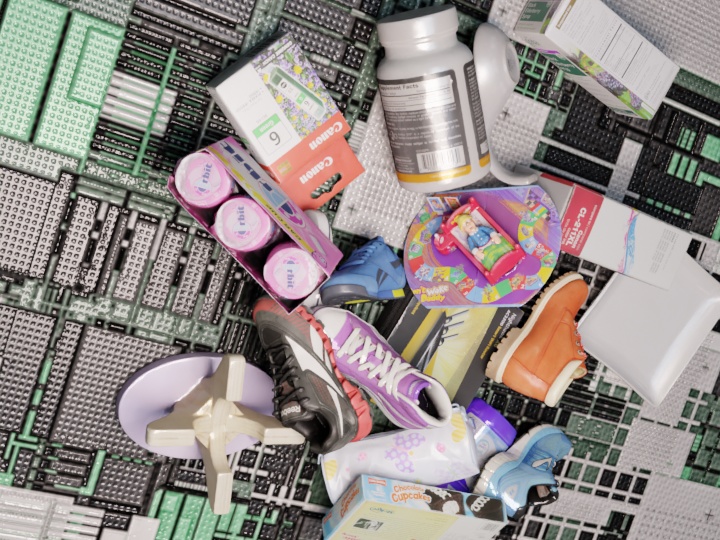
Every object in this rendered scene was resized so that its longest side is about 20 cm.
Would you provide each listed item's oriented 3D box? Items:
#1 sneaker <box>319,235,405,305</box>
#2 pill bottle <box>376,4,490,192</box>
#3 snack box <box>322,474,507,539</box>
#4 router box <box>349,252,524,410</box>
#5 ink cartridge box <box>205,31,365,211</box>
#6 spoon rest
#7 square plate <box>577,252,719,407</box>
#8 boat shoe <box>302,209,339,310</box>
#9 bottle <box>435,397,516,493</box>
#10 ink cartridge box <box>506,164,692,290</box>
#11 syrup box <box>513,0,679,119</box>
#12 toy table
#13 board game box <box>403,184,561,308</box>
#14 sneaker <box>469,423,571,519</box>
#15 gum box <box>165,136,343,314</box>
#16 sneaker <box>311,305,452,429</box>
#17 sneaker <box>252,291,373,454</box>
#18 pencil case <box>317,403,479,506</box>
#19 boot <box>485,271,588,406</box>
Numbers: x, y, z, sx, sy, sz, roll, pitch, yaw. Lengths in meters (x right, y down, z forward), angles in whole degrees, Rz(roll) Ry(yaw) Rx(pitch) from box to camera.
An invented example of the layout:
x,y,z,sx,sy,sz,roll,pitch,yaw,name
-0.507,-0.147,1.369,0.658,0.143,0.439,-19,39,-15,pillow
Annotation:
x,y,z,sx,sy,sz,roll,pitch,yaw,name
0.000,0.000,1.293,0.065,0.200,0.079,-6,89,20,sneaker
0.083,-0.201,1.301,0.116,0.116,0.201,-18,109,-18,pill bottle
0.066,0.308,1.361,0.199,0.037,0.116,15,135,-23,snack box
0.093,0.096,1.411,0.157,0.052,0.201,31,89,-27,router box
-0.076,-0.161,1.277,0.109,0.050,0.201,-39,114,-11,ink cartridge box
0.167,-0.201,1.352,0.099,0.060,0.201,-24,104,-62,spoon rest
0.405,0.062,1.552,0.200,0.028,0.199,37,86,-26,square plate
-0.051,0.027,1.325,0.065,0.072,0.202,-2,98,-38,boat shoe
0.117,0.263,1.452,0.200,0.065,0.084,-49,132,-6,bottle
0.296,-0.054,1.410,0.199,0.146,0.083,19,96,-26,ink cartridge box
0.298,-0.278,1.395,0.199,0.079,0.082,30,90,-26,syrup box
-0.171,0.174,1.281,0.199,0.117,0.185,-10,106,-22,toy table
0.137,-0.036,1.318,0.039,0.199,0.159,45,49,-54,board game box
0.226,0.273,1.458,0.200,0.090,0.079,-24,145,-48,sneaker
-0.115,-0.056,1.213,0.066,0.114,0.200,-43,94,13,gum box
0.028,0.109,1.272,0.200,0.114,0.073,40,74,-16,sneaker
-0.066,0.119,1.233,0.098,0.071,0.201,-37,97,-48,sneaker
0.049,0.233,1.372,0.199,0.083,0.091,-18,117,8,pencil case
0.258,0.089,1.430,0.200,0.107,0.075,-49,154,-28,boot
